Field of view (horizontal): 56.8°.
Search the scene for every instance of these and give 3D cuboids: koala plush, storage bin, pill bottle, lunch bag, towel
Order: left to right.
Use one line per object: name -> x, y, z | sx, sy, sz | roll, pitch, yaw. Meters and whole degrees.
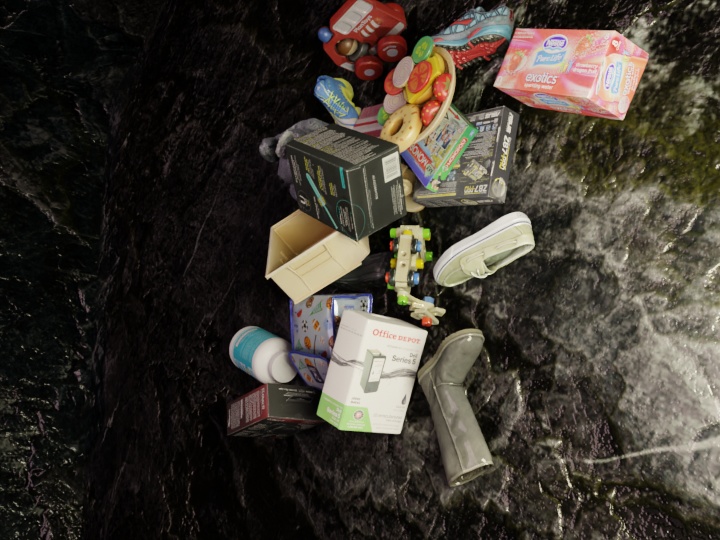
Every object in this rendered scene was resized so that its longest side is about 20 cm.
pill bottle -> -0.222, 0.203, 1.567 | 0.200, 0.110, 0.111 | 14, 90, 55
koala plush -> -0.130, -0.253, 1.505 | 0.183, 0.178, 0.200 | -34, 13, 12
storage bin -> -0.088, -0.060, 1.395 | 0.198, 0.094, 0.200 | -31, 29, 15
lunch bag -> -0.064, 0.149, 1.368 | 0.170, 0.123, 0.201 | -2, 91, 54
towel -> 0.017, -0.275, 1.428 | 0.144, 0.023, 0.201 | 4, 63, 52

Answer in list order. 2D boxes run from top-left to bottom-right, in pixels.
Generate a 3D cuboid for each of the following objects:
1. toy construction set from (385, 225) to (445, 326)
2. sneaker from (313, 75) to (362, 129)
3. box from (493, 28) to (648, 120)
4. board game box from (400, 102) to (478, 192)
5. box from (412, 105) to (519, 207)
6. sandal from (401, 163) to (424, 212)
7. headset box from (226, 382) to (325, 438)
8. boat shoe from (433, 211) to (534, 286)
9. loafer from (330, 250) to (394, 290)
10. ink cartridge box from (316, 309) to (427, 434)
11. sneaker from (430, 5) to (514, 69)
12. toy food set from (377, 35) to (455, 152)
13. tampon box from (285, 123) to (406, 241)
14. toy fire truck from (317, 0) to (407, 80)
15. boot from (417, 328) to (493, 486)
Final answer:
toy construction set -> 0.093, 0.002, 1.204 | 0.092, 0.131, 0.201 | -11, 63, 7
sneaker -> -0.060, -0.381, 1.551 | 0.076, 0.105, 0.201 | -48, 43, 33
box -> 0.317, -0.305, 1.021 | 0.200, 0.094, 0.103 | 32, 103, 53
board game box -> 0.129, -0.254, 1.239 | 0.135, 0.029, 0.200 | -56, 37, 23
box -> 0.186, -0.200, 1.204 | 0.200, 0.049, 0.162 | 2, 78, 54
sandal -> 0.059, -0.194, 1.355 | 0.078, 0.069, 0.212 | -56, 40, 26
headset box -> -0.178, 0.304, 1.439 | 0.200, 0.148, 0.078 | -34, 53, 44
boat shoe -> 0.200, -0.022, 1.105 | 0.200, 0.072, 0.062 | -39, 47, 36
loafer -> 0.000, 0.000, 1.377 | 0.200, 0.068, 0.071 | -9, 63, 47
ink cartridge box -> 0.022, 0.185, 1.211 | 0.084, 0.145, 0.201 | 17, 93, 54
sneaker -> 0.209, -0.442, 1.250 | 0.200, 0.079, 0.096 | 9, 73, 48
toy food set -> 0.100, -0.327, 1.244 | 0.200, 0.048, 0.199 | -41, 45, 39
tampon box -> -0.028, -0.174, 1.276 | 0.200, 0.126, 0.150 | 31, 140, 44
toy fire truck -> 0.000, -0.519, 1.463 | 0.200, 0.167, 0.113 | -26, 58, 47
boot -> 0.166, 0.219, 1.069 | 0.182, 0.072, 0.201 | 119, 151, -42
